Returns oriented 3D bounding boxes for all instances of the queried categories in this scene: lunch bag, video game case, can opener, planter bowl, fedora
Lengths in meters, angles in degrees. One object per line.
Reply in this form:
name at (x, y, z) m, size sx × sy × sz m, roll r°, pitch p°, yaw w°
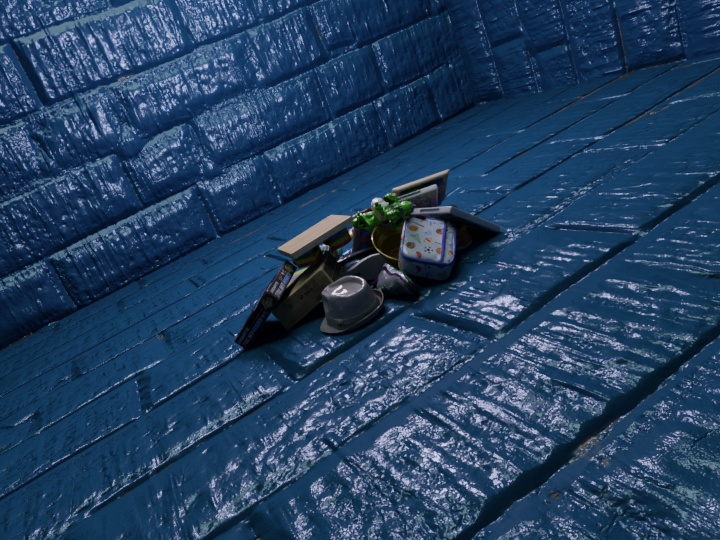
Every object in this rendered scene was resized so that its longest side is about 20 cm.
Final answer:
lunch bag at (0.184, -0.066, 1.541) m, size 0.156 × 0.077 × 0.202 m, roll 9°, pitch 43°, yaw 6°
video game case at (0.270, -0.144, 1.660) m, size 0.196 × 0.023 × 0.181 m, roll 17°, pitch -6°, yaw -32°
can opener at (-0.028, -0.026, 1.844) m, size 0.197 × 0.065 × 0.078 m, roll -30°, pitch 18°, yaw -17°
planter bowl at (0.128, -0.061, 1.654) m, size 0.194 × 0.085 × 0.203 m, roll 0°, pitch 42°, yaw 0°
video game case at (0.139, -0.186, 1.749) m, size 0.195 × 0.018 × 0.144 m, roll -19°, pitch -23°, yaw 0°
fedora at (-0.037, 0.076, 1.493) m, size 0.197 × 0.092 × 0.177 m, roll -1°, pitch 34°, yaw 48°

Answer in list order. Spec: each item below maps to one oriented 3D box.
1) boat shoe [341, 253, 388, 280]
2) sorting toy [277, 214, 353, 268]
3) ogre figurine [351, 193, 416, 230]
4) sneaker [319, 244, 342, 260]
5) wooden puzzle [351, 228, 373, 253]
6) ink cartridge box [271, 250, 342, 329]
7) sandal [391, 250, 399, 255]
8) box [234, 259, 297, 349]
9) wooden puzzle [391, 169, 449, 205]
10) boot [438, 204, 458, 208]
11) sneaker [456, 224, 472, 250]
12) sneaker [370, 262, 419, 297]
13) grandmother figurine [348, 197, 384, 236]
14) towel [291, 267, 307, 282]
boat shoe at (0.000, 0.000, 1.720) m, size 0.196 × 0.072 × 0.064 m, roll -25°, pitch 18°, yaw 3°
sorting toy at (-0.123, -0.078, 1.671) m, size 0.198 × 0.071 × 0.198 m, roll -33°, pitch 15°, yaw -13°
ogre figurine at (0.070, -0.155, 1.615) m, size 0.118 × 0.100 × 0.200 m, roll -21°, pitch -12°, yaw -35°
sneaker at (-0.125, -0.053, 1.997) m, size 0.089 × 0.080 × 0.199 m, roll -7°, pitch 0°, yaw -27°
wooden puzzle at (0.057, -0.131, 1.951) m, size 0.183 × 0.047 × 0.201 m, roll -30°, pitch -18°, yaw -18°
ink cartridge box at (-0.148, 0.053, 1.657) m, size 0.199 × 0.075 × 0.165 m, roll -40°, pitch 12°, yaw 17°
sandal at (0.112, -0.069, 1.805) m, size 0.073 × 0.049 × 0.201 m, roll -7°, pitch 24°, yaw 19°
box at (-0.267, 0.094, 1.645) m, size 0.200 × 0.049 × 0.201 m, roll -54°, pitch 9°, yaw 27°
wooden puzzle at (0.185, -0.222, 1.786) m, size 0.181 × 0.047 × 0.201 m, roll -20°, pitch -19°, yaw -5°
boot at (0.208, -0.153, 1.845) m, size 0.171 × 0.071 × 0.199 m, roll -20°, pitch 14°, yaw -26°
sneaker at (0.235, -0.097, 1.690) m, size 0.197 × 0.079 × 0.073 m, roll -10°, pitch 23°, yaw 42°
sneaker at (0.088, 0.047, 1.517) m, size 0.088 × 0.074 × 0.200 m, roll -49°, pitch 19°, yaw -1°
grandmother figurine at (0.033, -0.177, 1.983) m, size 0.119 × 0.062 × 0.201 m, roll -6°, pitch -28°, yaw -30°
towel at (-0.206, 0.038, 1.959) m, size 0.140 × 0.023 × 0.201 m, roll -21°, pitch 17°, yaw 12°
